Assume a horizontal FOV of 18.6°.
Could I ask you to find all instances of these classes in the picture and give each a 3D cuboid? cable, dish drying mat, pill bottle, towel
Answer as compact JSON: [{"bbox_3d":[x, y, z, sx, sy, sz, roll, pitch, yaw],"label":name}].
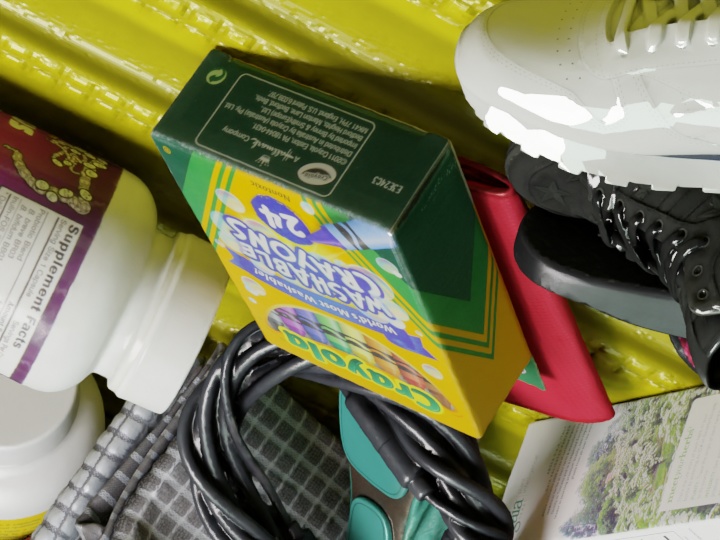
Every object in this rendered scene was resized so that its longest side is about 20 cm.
[{"bbox_3d":[-0.005,0.113,1.076,0.162,0.051,0.201,-12,108,37],"label":"cable"},{"bbox_3d":[0.062,0.009,0.992,0.076,0.018,0.200,18,154,29],"label":"dish drying mat"},{"bbox_3d":[-0.164,-0.012,1.019,0.199,0.113,0.112,25,153,-9],"label":"pill bottle"},{"bbox_3d":[-0.065,0.152,1.182,0.200,0.166,0.085,44,167,-35],"label":"towel"},{"bbox_3d":[-0.200,0.101,1.254,0.110,0.112,0.200,19,154,3],"label":"pill bottle"}]

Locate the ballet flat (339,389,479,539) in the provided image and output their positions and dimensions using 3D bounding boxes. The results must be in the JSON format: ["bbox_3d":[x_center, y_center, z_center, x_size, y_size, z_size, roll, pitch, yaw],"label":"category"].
[{"bbox_3d":[0.027,0.105,1.136,0.067,0.070,0.202,34,133,40],"label":"ballet flat"}]

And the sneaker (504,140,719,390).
[{"bbox_3d":[0.134,-0.005,0.825,0.198,0.105,0.060,5,150,29],"label":"sneaker"}]

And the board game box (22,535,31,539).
[{"bbox_3d":[-0.151,0.160,1.275,0.020,0.199,0.103,57,162,21],"label":"board game box"}]

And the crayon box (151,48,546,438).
[{"bbox_3d":[0.000,0.000,0.960,0.125,0.052,0.200,23,158,29],"label":"crayon box"}]

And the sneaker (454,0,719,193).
[{"bbox_3d":[0.130,-0.073,0.756,0.198,0.077,0.081,10,141,11],"label":"sneaker"}]

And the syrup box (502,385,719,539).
[{"bbox_3d":[0.157,0.113,1.052,0.081,0.079,0.199,37,149,-24],"label":"syrup box"}]

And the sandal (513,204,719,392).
[{"bbox_3d":[0.156,0.023,0.889,0.198,0.075,0.045,19,124,13],"label":"sandal"}]
